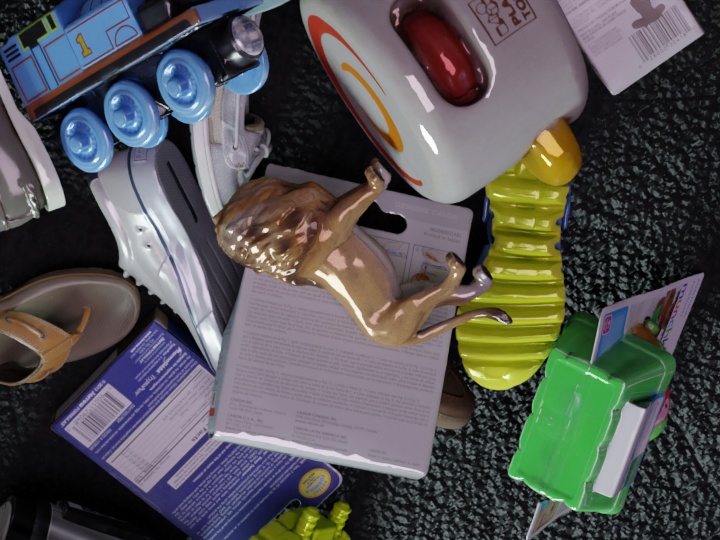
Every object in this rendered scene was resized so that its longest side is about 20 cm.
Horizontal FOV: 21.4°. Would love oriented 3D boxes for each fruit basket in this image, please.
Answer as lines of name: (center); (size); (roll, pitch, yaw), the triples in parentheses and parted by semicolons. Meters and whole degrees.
fruit basket: (0.196, 0.100, 1.417); (0.094, 0.200, 0.186); (28, 110, 29)

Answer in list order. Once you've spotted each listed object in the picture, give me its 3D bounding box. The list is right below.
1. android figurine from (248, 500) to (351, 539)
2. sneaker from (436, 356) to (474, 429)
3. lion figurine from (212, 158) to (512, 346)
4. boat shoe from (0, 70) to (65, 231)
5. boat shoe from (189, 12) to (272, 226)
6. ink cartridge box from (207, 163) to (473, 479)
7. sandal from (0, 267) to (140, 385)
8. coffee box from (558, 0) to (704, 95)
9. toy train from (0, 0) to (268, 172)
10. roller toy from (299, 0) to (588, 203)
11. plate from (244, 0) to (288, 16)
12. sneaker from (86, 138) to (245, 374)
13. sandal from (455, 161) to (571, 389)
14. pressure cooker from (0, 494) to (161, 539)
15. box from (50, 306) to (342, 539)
android figurine: (-0.066, 0.264, 1.468); (0.041, 0.182, 0.200); (33, 103, 27)
sneaker: (0.022, 0.040, 1.426); (0.200, 0.071, 0.076); (37, 110, -17)
lion figurine: (0.000, 0.000, 1.330); (0.122, 0.072, 0.200); (-41, 100, 14)
boat shoe: (-0.273, -0.123, 1.309); (0.060, 0.072, 0.202); (-27, 89, -13)
boat shoe: (-0.089, -0.125, 1.356); (0.064, 0.074, 0.203); (-3, 104, 0)
ink cartridge box: (-0.015, 0.039, 1.386); (0.162, 0.050, 0.201); (12, 79, -9)
sandal: (-0.256, 0.052, 1.395); (0.199, 0.054, 0.081); (-10, 130, -18)
coffee box: (0.143, -0.234, 1.317); (0.080, 0.114, 0.200); (-34, 109, 8)
toy train: (-0.149, -0.144, 1.274); (0.200, 0.087, 0.115); (-23, 95, 41)
roller toy: (0.062, -0.151, 1.282); (0.140, 0.200, 0.183); (-35, 139, -7)
plate: (-0.096, -0.271, 1.290); (0.199, 0.026, 0.201); (0, 93, 1)
sneaker: (-0.136, -0.006, 1.405); (0.071, 0.073, 0.201); (-10, 115, 26)
sandal: (0.118, -0.011, 1.398); (0.079, 0.087, 0.201); (12, 98, 6)
pressure cooker: (-0.237, 0.264, 1.429); (0.199, 0.179, 0.176); (24, 109, -13)
box: (-0.124, 0.135, 1.470); (0.200, 0.032, 0.121); (42, 102, -17)
